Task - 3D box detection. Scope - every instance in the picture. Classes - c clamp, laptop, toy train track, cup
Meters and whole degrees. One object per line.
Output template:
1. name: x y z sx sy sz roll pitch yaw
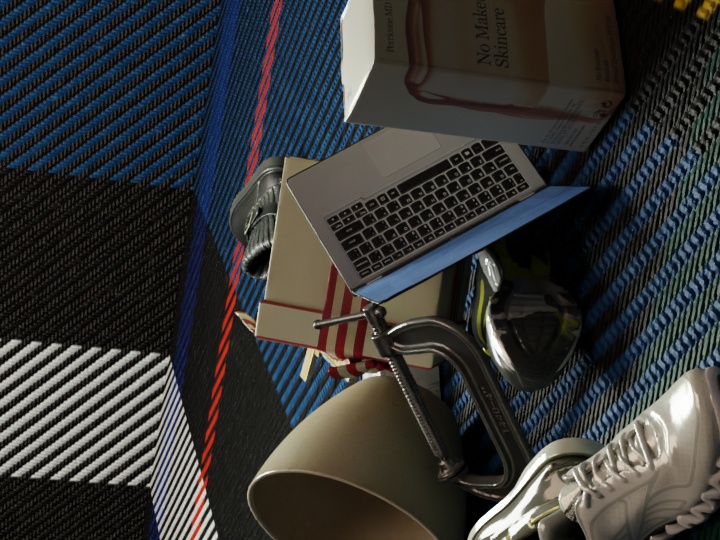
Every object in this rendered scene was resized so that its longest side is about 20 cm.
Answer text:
1. c clamp: 0.064 0.107 1.361 0.171 0.027 0.201 -20 102 51
2. laptop: 0.056 -0.068 1.329 0.200 0.187 0.116 59 172 27
3. toy train track: -0.029 0.093 1.995 0.200 0.032 0.115 -138 62 -66
4. cup: 0.016 0.181 1.503 0.144 0.199 0.200 -65 2 -32

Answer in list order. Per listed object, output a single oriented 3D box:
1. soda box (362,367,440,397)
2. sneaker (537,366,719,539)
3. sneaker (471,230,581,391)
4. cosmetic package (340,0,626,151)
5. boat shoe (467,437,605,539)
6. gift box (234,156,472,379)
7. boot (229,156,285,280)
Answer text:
1. soda box: 0.039 0.072 1.656 0.068 0.063 0.201 116 156 -57
2. sneaker: 0.175 0.134 1.054 0.201 0.081 0.075 112 161 -44
3. sneaker: 0.129 0.044 1.322 0.200 0.074 0.085 -90 7 -59
4. cosmetic package: 0.091 -0.163 1.265 0.087 0.199 0.104 120 151 -58
5. boat shoe: 0.128 0.203 1.226 0.202 0.072 0.061 116 161 -44
6. gift box: 0.000 0.000 1.503 0.184 0.199 0.188 -2 -80 -73
7. boot: -0.140 -0.048 2.389 0.211 0.079 0.159 119 154 -56
